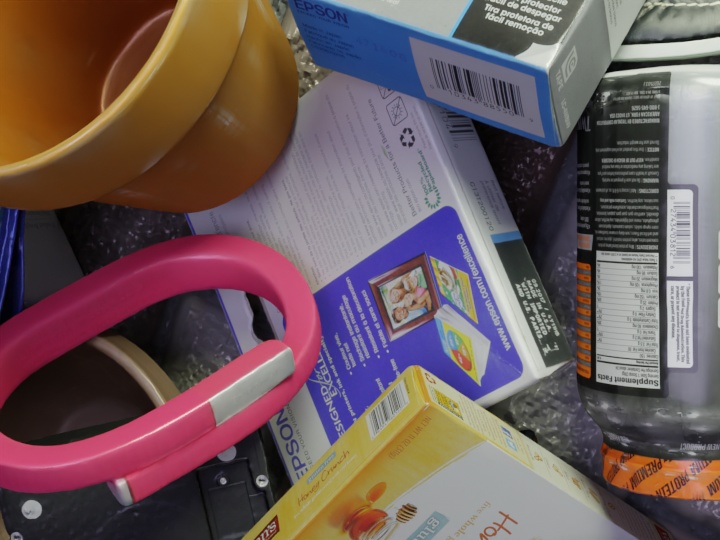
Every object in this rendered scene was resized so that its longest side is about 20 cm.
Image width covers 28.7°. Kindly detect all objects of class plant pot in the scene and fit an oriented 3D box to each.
[{"bbox_3d":[-0.167,0.125,0.837,0.199,0.093,0.203,2,94,21],"label":"plant pot"},{"bbox_3d":[-0.124,-0.114,0.704,0.199,0.183,0.202,-6,74,21],"label":"plant pot"}]

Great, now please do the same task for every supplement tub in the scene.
[{"bbox_3d":[0.167,0.004,0.689,0.122,0.122,0.202,1,94,20],"label":"supplement tub"}]

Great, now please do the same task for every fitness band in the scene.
[{"bbox_3d":[-0.113,0.048,0.727,0.143,0.199,0.038,34,144,44],"label":"fitness band"}]

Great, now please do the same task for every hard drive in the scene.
[{"bbox_3d":[-0.103,0.175,0.749,0.139,0.038,0.202,-13,103,-4],"label":"hard drive"}]

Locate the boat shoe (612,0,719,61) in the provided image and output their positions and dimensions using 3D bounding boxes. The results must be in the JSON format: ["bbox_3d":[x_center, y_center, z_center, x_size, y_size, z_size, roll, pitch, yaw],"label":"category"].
[{"bbox_3d":[0.121,-0.136,0.723,0.198,0.076,0.061,-2,99,20],"label":"boat shoe"}]

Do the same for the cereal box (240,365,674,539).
[{"bbox_3d":[0.055,0.151,0.724,0.199,0.040,0.144,34,109,-26],"label":"cereal box"}]

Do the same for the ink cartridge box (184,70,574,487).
[{"bbox_3d":[0.000,0.000,0.771,0.200,0.043,0.199,-32,76,41],"label":"ink cartridge box"}]

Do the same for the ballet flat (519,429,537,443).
[{"bbox_3d":[0.018,0.150,0.784,0.073,0.073,0.200,40,108,13],"label":"ballet flat"}]

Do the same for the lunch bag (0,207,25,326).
[{"bbox_3d":[-0.282,0.006,0.752,0.169,0.128,0.201,8,69,22],"label":"lunch bag"}]

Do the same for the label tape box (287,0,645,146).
[{"bbox_3d":[0.076,-0.173,0.685,0.143,0.066,0.201,22,70,26],"label":"label tape box"}]

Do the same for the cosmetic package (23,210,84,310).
[{"bbox_3d":[-0.255,-0.056,0.854,0.071,0.101,0.201,-29,83,21],"label":"cosmetic package"}]
